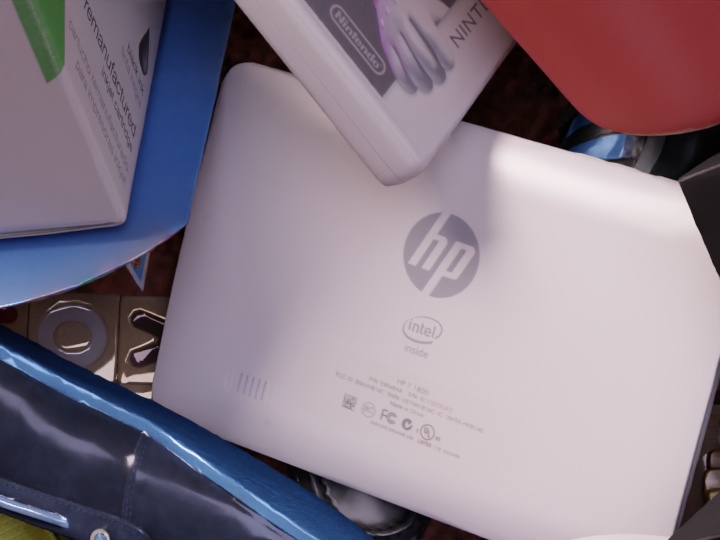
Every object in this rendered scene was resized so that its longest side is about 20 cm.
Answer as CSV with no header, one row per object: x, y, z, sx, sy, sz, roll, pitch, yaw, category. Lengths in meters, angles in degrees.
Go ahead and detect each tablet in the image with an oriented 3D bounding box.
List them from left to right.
0.024,0.015,0.700,0.199,0.014,0.131,18,99,25,tablet

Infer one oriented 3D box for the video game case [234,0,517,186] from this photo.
-0.005,-0.157,0.688,0.200,0.023,0.182,50,48,-17,video game case

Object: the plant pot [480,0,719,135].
0.087,-0.152,0.635,0.200,0.200,0.178,-40,116,-15,plant pot

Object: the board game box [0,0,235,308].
-0.121,-0.050,0.752,0.157,0.039,0.201,-3,48,12,board game box

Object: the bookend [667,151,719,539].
0.157,0.035,0.597,0.198,0.092,0.201,-29,96,-48,bookend

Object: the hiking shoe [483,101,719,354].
0.096,-0.025,0.742,0.074,0.087,0.200,39,93,-29,hiking shoe

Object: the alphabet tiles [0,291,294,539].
-0.105,0.105,0.745,0.166,0.008,0.201,2,75,-6,alphabet tiles

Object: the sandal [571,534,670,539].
0.035,0.120,0.622,0.201,0.050,0.083,-2,83,9,sandal

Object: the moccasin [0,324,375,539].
-0.078,0.081,0.708,0.199,0.080,0.068,28,91,10,moccasin

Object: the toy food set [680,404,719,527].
0.190,0.113,0.727,0.199,0.060,0.144,-2,82,2,toy food set

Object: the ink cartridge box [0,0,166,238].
-0.121,-0.132,0.695,0.084,0.146,0.201,-5,48,12,ink cartridge box

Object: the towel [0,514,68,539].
-0.111,0.160,0.717,0.086,0.018,0.201,-28,79,-14,towel

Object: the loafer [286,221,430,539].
0.000,0.000,0.752,0.068,0.070,0.202,0,76,-5,loafer
